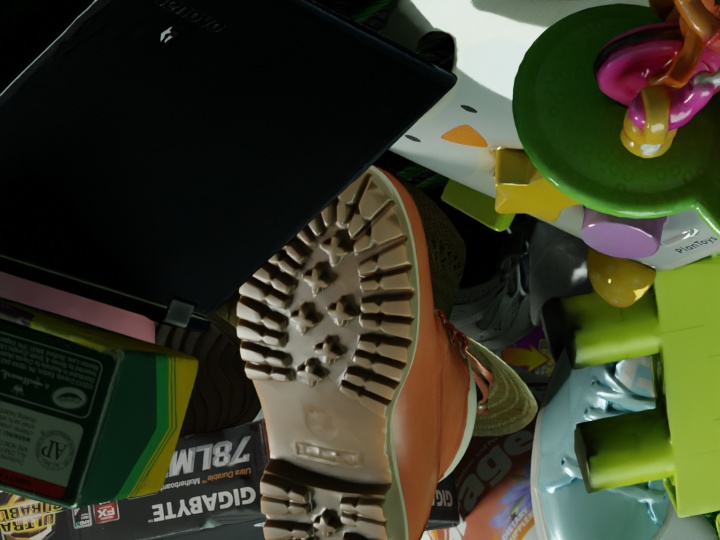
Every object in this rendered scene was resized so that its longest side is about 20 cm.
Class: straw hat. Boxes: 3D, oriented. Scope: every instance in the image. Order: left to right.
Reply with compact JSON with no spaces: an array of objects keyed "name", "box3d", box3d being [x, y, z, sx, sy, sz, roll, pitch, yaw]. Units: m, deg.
[{"name":"straw hat","box3d":[0.000,0.000,1.254,0.201,0.085,0.201,18,161,7]}]

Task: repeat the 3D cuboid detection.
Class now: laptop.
[{"name":"laptop","box3d":[-0.108,-0.054,0.934,0.200,0.116,0.187,16,177,32]}]

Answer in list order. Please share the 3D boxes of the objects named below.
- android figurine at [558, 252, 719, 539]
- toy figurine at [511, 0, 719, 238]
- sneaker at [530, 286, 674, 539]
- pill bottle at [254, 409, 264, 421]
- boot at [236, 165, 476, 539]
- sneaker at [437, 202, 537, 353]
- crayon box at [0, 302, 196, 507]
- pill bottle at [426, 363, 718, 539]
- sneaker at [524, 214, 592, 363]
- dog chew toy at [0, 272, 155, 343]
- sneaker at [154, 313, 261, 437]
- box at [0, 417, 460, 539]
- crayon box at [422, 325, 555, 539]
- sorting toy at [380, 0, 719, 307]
[{"name":"android figurine","box3d":[0.186,0.036,1.147,0.199,0.182,0.041,-8,-154,-2]},{"name":"toy figurine","box3d":[0.159,-0.094,0.862,0.199,0.151,0.184,2,153,-5]},{"name":"sneaker","box3d":[0.119,0.044,1.198,0.074,0.201,0.082,13,180,6]},{"name":"pill bottle","box3d":[-0.093,0.055,1.430,0.200,0.110,0.109,-5,168,-41]},{"name":"boot","box3d":[0.006,0.030,1.109,0.075,0.200,0.107,17,-144,23]},{"name":"sneaker","box3d":[0.062,0.003,1.436,0.082,0.075,0.200,-23,170,33]},{"name":"crayon box","box3d":[-0.169,0.027,0.936,0.200,0.058,0.173,16,177,5]},{"name":"pill bottle","box3d":[0.092,0.120,1.345,0.112,0.112,0.200,-11,-158,-14]},{"name":"sneaker","box3d":[0.160,0.021,1.346,0.075,0.116,0.200,-7,-164,-42]},{"name":"dog chew toy","box3d":[-0.187,0.029,1.117,0.200,0.125,0.124,2,165,-32]},{"name":"sneaker","box3d":[-0.131,0.036,1.278,0.199,0.075,0.106,11,179,13]},{"name":"box","box3d":[-0.082,0.110,1.257,0.198,0.050,0.200,-11,171,24]},{"name":"crayon box","box3d":[0.070,0.063,1.536,0.199,0.173,0.058,-14,133,9]},{"name":"sorting toy","box3d":[0.064,-0.065,1.027,0.180,0.107,0.200,14,159,-28]}]
